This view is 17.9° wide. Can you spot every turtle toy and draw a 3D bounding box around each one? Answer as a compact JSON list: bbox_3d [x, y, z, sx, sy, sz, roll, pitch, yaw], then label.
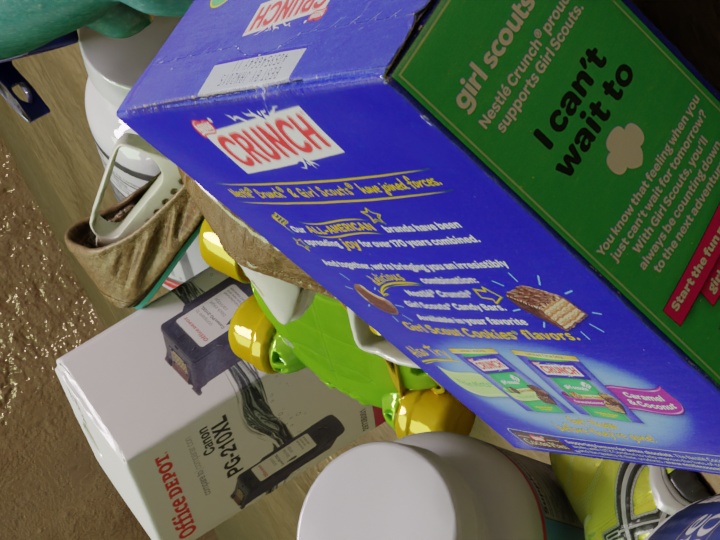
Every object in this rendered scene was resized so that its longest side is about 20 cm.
[{"bbox_3d":[0.003,-0.008,1.125,0.145,0.101,0.201,25,149,28],"label":"turtle toy"}]

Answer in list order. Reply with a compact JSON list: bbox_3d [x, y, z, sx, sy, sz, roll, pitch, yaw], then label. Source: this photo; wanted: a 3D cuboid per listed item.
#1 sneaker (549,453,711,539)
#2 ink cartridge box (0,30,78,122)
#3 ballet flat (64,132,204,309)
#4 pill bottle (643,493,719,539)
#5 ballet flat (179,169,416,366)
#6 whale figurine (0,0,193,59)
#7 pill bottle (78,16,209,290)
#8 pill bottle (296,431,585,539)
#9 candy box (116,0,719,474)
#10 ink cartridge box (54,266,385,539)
[{"bbox_3d":[0.132,0.141,1.013,0.200,0.076,0.076,52,169,44],"label":"sneaker"},{"bbox_3d":[-0.205,-0.176,1.187,0.136,0.076,0.202,-64,-34,-80],"label":"ink cartridge box"},{"bbox_3d":[-0.095,-0.057,1.236,0.072,0.200,0.068,36,-144,-17],"label":"ballet flat"},{"bbox_3d":[0.152,0.133,0.819,0.112,0.110,0.200,59,168,2],"label":"pill bottle"},{"bbox_3d":[0.000,0.000,1.021,0.199,0.068,0.073,23,127,9],"label":"ballet flat"},{"bbox_3d":[-0.151,-0.141,1.023,0.199,0.104,0.159,22,165,42],"label":"whale figurine"},{"bbox_3d":[-0.096,-0.081,1.338,0.116,0.115,0.201,52,166,32],"label":"pill bottle"},{"bbox_3d":[0.052,0.136,1.090,0.109,0.109,0.200,53,-165,27],"label":"pill bottle"},{"bbox_3d":[0.047,-0.021,0.718,0.200,0.077,0.169,40,161,-26],"label":"candy box"},{"bbox_3d":[-0.063,0.062,1.338,0.085,0.199,0.145,53,167,27],"label":"ink cartridge box"}]
